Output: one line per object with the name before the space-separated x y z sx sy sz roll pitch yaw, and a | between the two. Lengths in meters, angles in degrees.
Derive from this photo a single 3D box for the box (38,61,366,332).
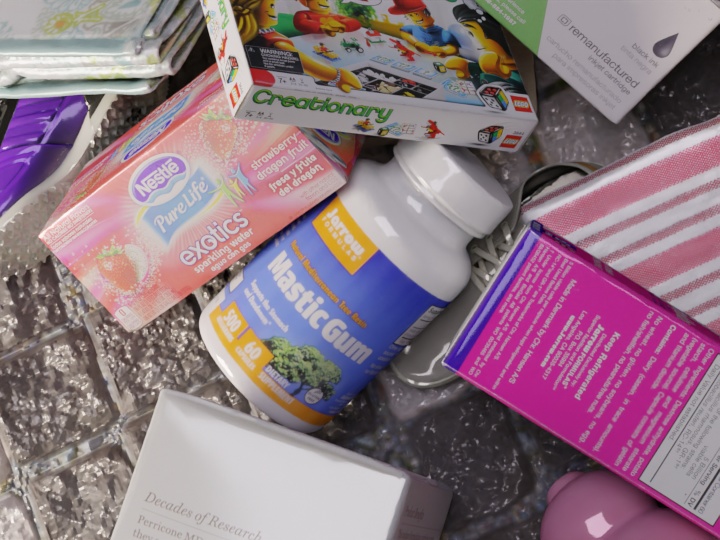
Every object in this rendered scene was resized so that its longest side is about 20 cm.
box | -0.099 -0.062 1.218 0.200 0.103 0.095 -34 109 29

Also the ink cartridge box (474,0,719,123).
ink cartridge box | 0.179 -0.217 1.179 0.145 0.084 0.200 40 124 -6

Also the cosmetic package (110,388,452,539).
cosmetic package | -0.058 0.199 1.158 0.166 0.167 0.201 17 84 14

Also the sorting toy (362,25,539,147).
sorting toy | 0.014 -0.193 1.299 0.199 0.070 0.200 -6 75 10

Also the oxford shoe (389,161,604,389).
oxford shoe | 0.092 -0.003 1.244 0.200 0.058 0.075 -43 74 0

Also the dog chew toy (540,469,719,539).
dog chew toy | 0.185 0.204 1.145 0.124 0.125 0.200 -40 65 -1

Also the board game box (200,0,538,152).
board game box | 0.003 -0.139 1.156 0.199 0.035 0.127 4 50 -29

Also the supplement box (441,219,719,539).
supplement box | 0.161 0.064 1.144 0.200 0.101 0.104 33 97 2

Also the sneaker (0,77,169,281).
sneaker | -0.230 -0.086 1.325 0.099 0.070 0.200 36 81 24

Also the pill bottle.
pill bottle | 0.000 0.000 1.209 0.200 0.112 0.112 -45 72 14

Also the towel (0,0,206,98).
towel | -0.182 -0.193 1.303 0.199 0.048 0.172 4 51 30

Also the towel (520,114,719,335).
towel | 0.205 0.019 1.203 0.146 0.030 0.201 -24 91 6
